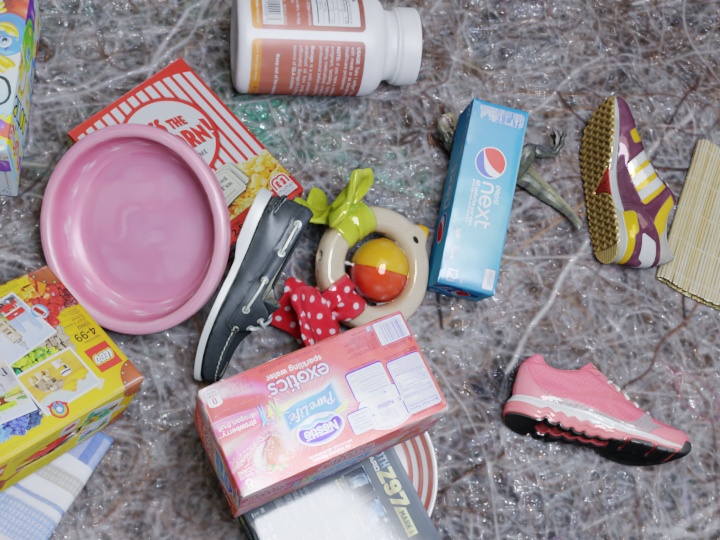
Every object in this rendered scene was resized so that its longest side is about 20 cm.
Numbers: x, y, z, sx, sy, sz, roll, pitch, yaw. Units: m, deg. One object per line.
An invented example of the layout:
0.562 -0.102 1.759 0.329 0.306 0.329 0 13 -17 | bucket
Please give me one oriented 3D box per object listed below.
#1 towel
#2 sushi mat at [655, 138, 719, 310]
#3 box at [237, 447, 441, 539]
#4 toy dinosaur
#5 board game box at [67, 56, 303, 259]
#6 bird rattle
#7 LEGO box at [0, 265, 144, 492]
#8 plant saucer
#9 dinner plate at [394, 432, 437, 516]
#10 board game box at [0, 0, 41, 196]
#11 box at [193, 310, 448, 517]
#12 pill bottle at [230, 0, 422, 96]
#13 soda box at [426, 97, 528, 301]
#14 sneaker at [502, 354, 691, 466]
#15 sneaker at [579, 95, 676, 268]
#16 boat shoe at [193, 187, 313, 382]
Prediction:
-0.326 0.183 0.941 0.146 0.024 0.200 31 41 -1 | towel
0.410 -0.053 1.236 0.095 0.012 0.201 25 66 -2 | sushi mat
-0.039 0.203 0.997 0.157 0.051 0.201 -24 75 -19 | box
0.180 -0.132 1.203 0.199 0.047 0.088 32 76 0 | toy dinosaur
-0.182 -0.104 1.113 0.151 0.046 0.200 -40 81 -23 | board game box
0.000 0.000 1.085 0.162 0.113 0.201 13 71 -26 | bird rattle
-0.320 0.103 0.942 0.149 0.077 0.200 46 41 10 | LEGO box
-0.213 -0.040 1.036 0.199 0.051 0.202 2 97 18 | plant saucer
-0.023 0.197 1.042 0.199 0.024 0.201 4 69 -11 | dinner plate
-0.388 -0.190 1.073 0.102 0.105 0.201 5 69 -10 | board game box
-0.037 0.128 0.948 0.199 0.095 0.103 -21 72 -19 | box
-0.039 -0.247 1.163 0.199 0.112 0.113 0 69 -12 | pill bottle
0.123 -0.073 1.130 0.064 0.068 0.201 14 80 -7 | soda box
0.249 0.139 1.095 0.199 0.074 0.087 17 65 -5 | sneaker
0.306 -0.098 1.206 0.090 0.075 0.201 6 74 -18 | sneaker
-0.105 0.023 1.029 0.060 0.076 0.201 22 104 0 | boat shoe
